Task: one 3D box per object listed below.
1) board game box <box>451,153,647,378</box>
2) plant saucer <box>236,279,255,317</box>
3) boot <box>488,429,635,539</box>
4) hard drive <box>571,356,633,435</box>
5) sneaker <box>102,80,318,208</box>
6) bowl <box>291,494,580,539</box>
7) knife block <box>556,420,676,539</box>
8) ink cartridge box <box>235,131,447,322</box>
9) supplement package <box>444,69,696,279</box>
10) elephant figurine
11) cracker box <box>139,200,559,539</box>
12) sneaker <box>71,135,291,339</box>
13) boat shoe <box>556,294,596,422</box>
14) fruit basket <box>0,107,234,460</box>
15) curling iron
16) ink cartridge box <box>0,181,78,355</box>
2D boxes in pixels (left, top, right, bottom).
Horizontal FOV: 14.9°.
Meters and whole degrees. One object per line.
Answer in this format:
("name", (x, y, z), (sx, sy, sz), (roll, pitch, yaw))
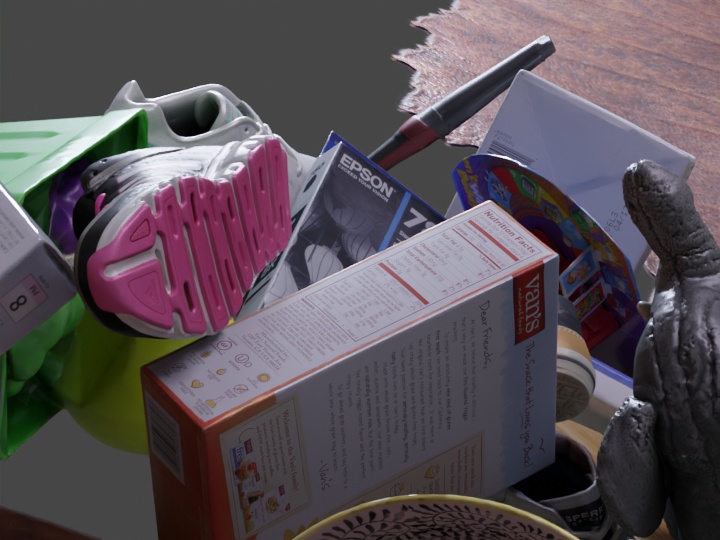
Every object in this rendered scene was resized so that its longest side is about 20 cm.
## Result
("board game box", (0.104, 0.026, 1.584), (0.039, 0.200, 0.158), (-37, 40, -21))
("plant saucer", (-0.034, -0.004, 1.642), (0.200, 0.037, 0.201), (19, 24, -9))
("boot", (0.110, 0.148, 1.356), (0.073, 0.096, 0.200), (-29, 46, -28))
("hard drive", (0.197, 0.115, 1.550), (0.200, 0.025, 0.132), (28, -15, 7))
("sneaker", (-0.071, -0.060, 1.586), (0.200, 0.080, 0.070), (4, 29, -41))
("bowl", (0.045, 0.179, 1.112), (0.200, 0.201, 0.094), (30, 15, 11))
("knife block", (0.134, 0.155, 1.433), (0.199, 0.064, 0.176), (23, 21, -7))
("ink cartridge box", (0.000, 0.000, 1.550), (0.099, 0.039, 0.200), (36, 43, -12))
("supplement package", (0.133, -0.045, 1.749), (0.119, 0.122, 0.200), (27, 5, 6))
("elephant figurine", (0.171, 0.075, 1.323), (0.155, 0.142, 0.200), (40, -7, 47))
("cracker box", (-0.001, 0.068, 1.282), (0.200, 0.134, 0.058), (-25, 44, -26))
("sneaker", (-0.097, -0.013, 1.259), (0.087, 0.074, 0.200), (-7, 14, 19))
("boat shoe", (0.026, 0.053, 1.433), (0.075, 0.199, 0.062), (57, 29, -48))
("fruit basket", (-0.132, 0.015, 1.378), (0.215, 0.156, 0.216), (6, 19, -2))
("curling iron", (0.047, -0.082, 1.755), (0.050, 0.200, 0.026), (45, -12, 18))
("ink cartridge box", (-0.247, 0.015, 1.244), (0.163, 0.200, 0.057), (45, -6, 41))
